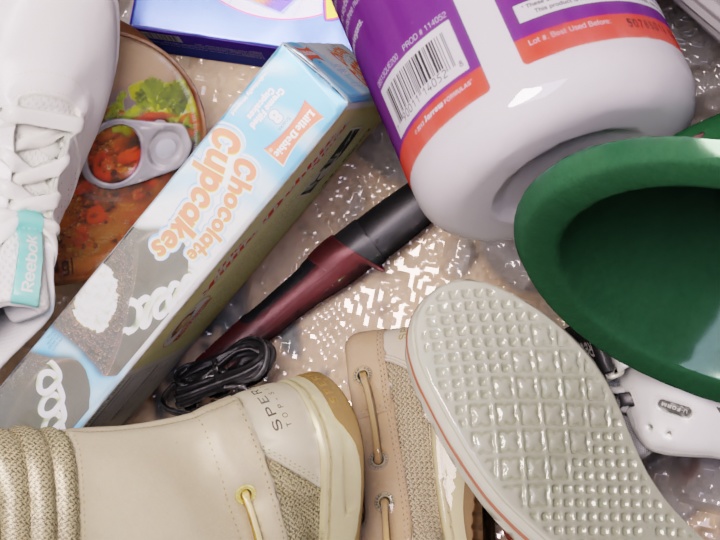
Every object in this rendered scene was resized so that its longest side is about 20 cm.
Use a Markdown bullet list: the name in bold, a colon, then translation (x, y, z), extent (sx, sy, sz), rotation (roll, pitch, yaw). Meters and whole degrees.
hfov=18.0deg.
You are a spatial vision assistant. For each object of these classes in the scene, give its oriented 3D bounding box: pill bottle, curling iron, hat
- **pill bottle**: translation (0.041, -0.120, 0.862), extent (0.112, 0.113, 0.201), rotation (-23, 68, 2)
- **curling iron**: translation (0.000, 0.000, 0.946), extent (0.200, 0.026, 0.050), rotation (-40, 45, -6)
- **hat**: translation (0.175, -0.058, 0.844), extent (0.199, 0.166, 0.177), rotation (17, 61, 7)

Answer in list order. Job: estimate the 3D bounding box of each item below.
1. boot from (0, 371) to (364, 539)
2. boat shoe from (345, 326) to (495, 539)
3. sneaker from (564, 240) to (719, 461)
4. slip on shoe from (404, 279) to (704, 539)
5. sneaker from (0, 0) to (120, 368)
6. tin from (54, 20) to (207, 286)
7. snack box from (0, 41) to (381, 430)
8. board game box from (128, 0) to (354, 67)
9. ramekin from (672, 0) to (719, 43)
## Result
- **boot**: translation (-0.080, 0.143, 0.860), extent (0.154, 0.073, 0.201), rotation (-7, 114, -29)
- **boat shoe**: translation (0.021, 0.122, 0.914), extent (0.064, 0.071, 0.202), rotation (-2, 72, 10)
- **sneaker**: translation (0.114, 0.029, 0.910), extent (0.200, 0.074, 0.089), rotation (41, 90, 6)
- **slip on shoe**: translation (0.081, 0.090, 0.886), extent (0.074, 0.061, 0.200), rotation (-45, 103, -26)
- **sneaker**: translation (-0.134, -0.022, 0.861), extent (0.075, 0.088, 0.201), rotation (14, 108, -32)
- **tin**: translation (-0.159, -0.046, 0.912), extent (0.199, 0.042, 0.113), rotation (-8, 123, -25)
- **snack box**: translation (-0.069, -0.003, 0.889), extent (0.037, 0.116, 0.200), rotation (41, 100, 4)
- **board game box**: translation (0.013, -0.149, 0.958), extent (0.198, 0.045, 0.136), rotation (9, 84, 7)
- **ramekin**: translation (0.180, -0.174, 0.875), extent (0.094, 0.202, 0.203), rotation (36, 87, 20)
